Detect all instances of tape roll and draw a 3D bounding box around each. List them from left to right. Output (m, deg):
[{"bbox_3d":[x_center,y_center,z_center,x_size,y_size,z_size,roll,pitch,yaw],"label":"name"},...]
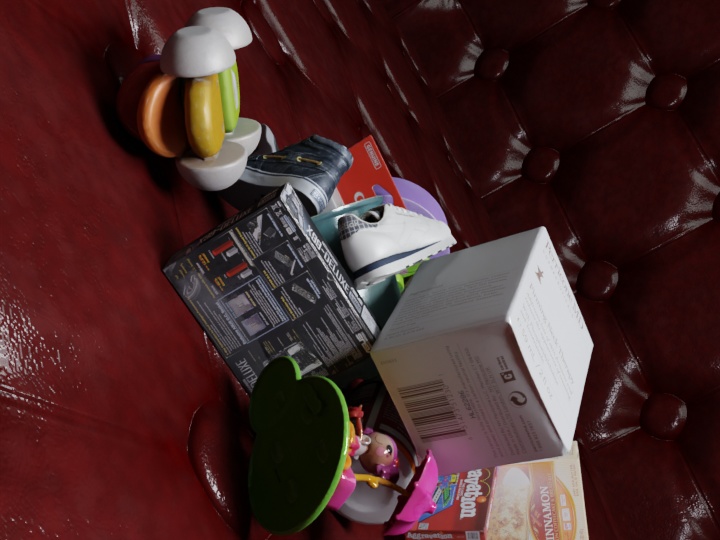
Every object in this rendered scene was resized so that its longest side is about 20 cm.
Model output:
[{"bbox_3d":[0.039,-0.034,1.475,0.202,0.198,0.085,56,16,-17],"label":"tape roll"}]

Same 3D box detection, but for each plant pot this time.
[{"bbox_3d":[-0.030,0.037,1.179,0.199,0.197,0.200,69,16,1],"label":"plant pot"}]

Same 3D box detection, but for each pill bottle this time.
[{"bbox_3d":[0.024,0.200,1.155,0.114,0.112,0.200,57,23,-14],"label":"pill bottle"}]

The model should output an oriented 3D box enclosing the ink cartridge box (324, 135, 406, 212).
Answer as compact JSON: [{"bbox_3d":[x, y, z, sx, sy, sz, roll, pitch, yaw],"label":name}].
[{"bbox_3d":[-0.021,-0.068,1.386,0.203,0.172,0.043,64,20,11],"label":"ink cartridge box"}]

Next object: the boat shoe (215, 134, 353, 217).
[{"bbox_3d":[-0.099,-0.119,1.184,0.091,0.198,0.071,-53,136,-27],"label":"boat shoe"}]

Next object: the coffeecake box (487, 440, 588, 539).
[{"bbox_3d":[0.210,0.329,1.327,0.073,0.196,0.157,-43,125,-75],"label":"coffeecake box"}]

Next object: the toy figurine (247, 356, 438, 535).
[{"bbox_3d":[-0.006,0.192,0.976,0.182,0.151,0.201,27,18,-35],"label":"toy figurine"}]

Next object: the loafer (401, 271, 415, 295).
[{"bbox_3d":[0.051,0.059,1.356,0.075,0.200,0.069,41,20,-14],"label":"loafer"}]

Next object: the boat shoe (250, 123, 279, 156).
[{"bbox_3d":[-0.134,-0.142,1.352,0.057,0.068,0.201,52,16,-29],"label":"boat shoe"}]

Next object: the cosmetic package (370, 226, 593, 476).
[{"bbox_3d":[0.138,0.086,1.046,0.169,0.164,0.201,63,31,-19],"label":"cosmetic package"}]

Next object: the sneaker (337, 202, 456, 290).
[{"bbox_3d":[0.045,-0.041,1.103,0.199,0.076,0.082,-20,82,-59],"label":"sneaker"}]

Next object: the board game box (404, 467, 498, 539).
[{"bbox_3d":[0.124,0.279,1.246,0.201,0.101,0.020,-62,145,-62],"label":"board game box"}]

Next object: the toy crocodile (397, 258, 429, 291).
[{"bbox_3d":[0.000,0.000,1.307,0.062,0.196,0.069,54,28,-49],"label":"toy crocodile"}]

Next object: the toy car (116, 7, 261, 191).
[{"bbox_3d":[-0.199,-0.196,1.100,0.201,0.147,0.178,-78,166,-61],"label":"toy car"}]

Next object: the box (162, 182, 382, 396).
[{"bbox_3d":[-0.090,0.034,1.025,0.202,0.156,0.050,56,17,-15],"label":"box"}]
